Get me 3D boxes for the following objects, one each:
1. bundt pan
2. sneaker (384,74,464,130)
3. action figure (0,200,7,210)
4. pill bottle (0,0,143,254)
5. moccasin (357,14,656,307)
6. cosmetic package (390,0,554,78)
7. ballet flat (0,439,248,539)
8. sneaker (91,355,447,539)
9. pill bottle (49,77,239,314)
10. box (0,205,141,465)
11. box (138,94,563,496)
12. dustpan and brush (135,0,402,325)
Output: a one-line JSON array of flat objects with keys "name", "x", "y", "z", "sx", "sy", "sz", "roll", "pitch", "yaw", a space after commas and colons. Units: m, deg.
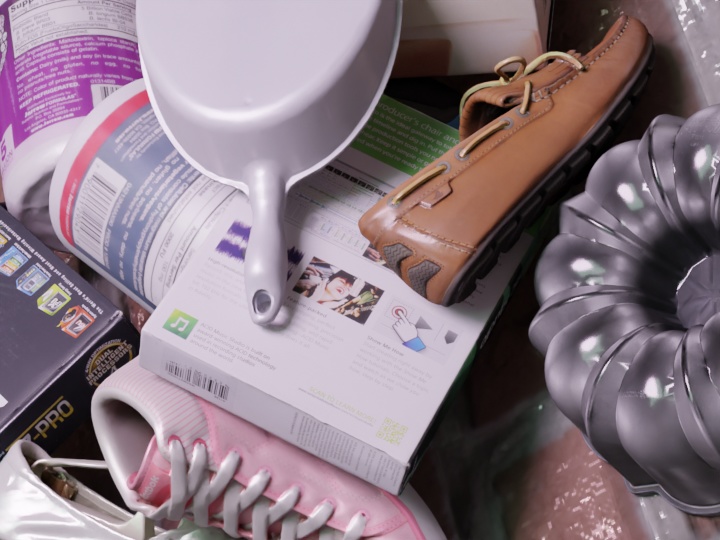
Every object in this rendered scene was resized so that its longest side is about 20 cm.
[{"name": "bundt pan", "x": 0.162, "y": 0.009, "z": 0.995, "sx": 0.202, "sy": 0.076, "sz": 0.202, "roll": -18, "pitch": 60, "yaw": 34}, {"name": "sneaker", "x": -0.004, "y": -0.126, "z": 1.199, "sx": 0.200, "sy": 0.073, "sz": 0.082, "roll": 30, "pitch": 86, "yaw": 42}, {"name": "action figure", "x": -0.223, "y": 0.050, "z": 1.282, "sx": 0.119, "sy": 0.102, "sz": 0.200, "roll": -29, "pitch": 44, "yaw": 23}, {"name": "pill bottle", "x": -0.173, "y": -0.119, "z": 1.309, "sx": 0.112, "sy": 0.112, "sz": 0.200, "roll": -31, "pitch": 52, "yaw": 25}, {"name": "moccasin", "x": 0.076, "y": -0.066, "z": 1.056, "sx": 0.078, "sy": 0.074, "sz": 0.201, "roll": 40, "pitch": 65, "yaw": 11}, {"name": "cosmetic package", "x": 0.000, "y": -0.162, "z": 1.136, "sx": 0.200, "sy": 0.087, "sz": 0.103, "roll": -1, "pitch": 46, "yaw": 13}, {"name": "ballet flat", "x": -0.107, "y": 0.138, "z": 1.089, "sx": 0.200, "sy": 0.069, "sz": 0.070, "roll": 19, "pitch": 82, "yaw": 16}, {"name": "sneaker", "x": -0.052, "y": 0.111, "z": 1.038, "sx": 0.200, "sy": 0.105, "sz": 0.075, "roll": 44, "pitch": 130, "yaw": 18}, {"name": "pill bottle", "x": -0.063, "y": -0.010, "z": 1.153, "sx": 0.200, "sy": 0.120, "sz": 0.120, "roll": 36, "pitch": 95, "yaw": 30}, {"name": "box", "x": -0.234, "y": 0.042, "z": 1.192, "sx": 0.161, "sy": 0.049, "sz": 0.200, "roll": -44, "pitch": 51, "yaw": -9}, {"name": "box", "x": 0.000, "y": 0.000, "z": 1.055, "sx": 0.144, "sy": 0.036, "sz": 0.200, "roll": 27, "pitch": 55, "yaw": 8}, {"name": "dustpan and brush", "x": -0.047, "y": -0.069, "z": 1.039, "sx": 0.139, "sy": 0.057, "sz": 0.200, "roll": -6, "pitch": 53, "yaw": 13}]
